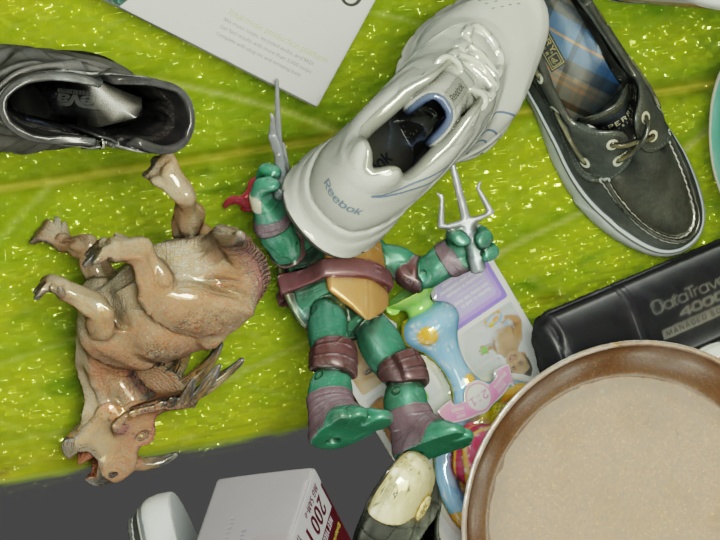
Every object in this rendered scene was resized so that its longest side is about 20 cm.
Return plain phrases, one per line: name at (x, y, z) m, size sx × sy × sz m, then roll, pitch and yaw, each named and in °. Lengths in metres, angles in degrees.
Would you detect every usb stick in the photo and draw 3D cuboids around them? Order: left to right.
usb stick at (0.181, 0.020, 1.699) m, size 0.200 × 0.033 × 0.056 m, roll -22°, pitch 93°, yaw -31°

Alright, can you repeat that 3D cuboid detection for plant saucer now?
plant saucer at (0.149, 0.138, 1.631) m, size 0.200 × 0.034 × 0.201 m, roll 0°, pitch 90°, yaw -9°

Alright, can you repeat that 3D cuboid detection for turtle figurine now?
turtle figurine at (0.000, 0.000, 1.615) m, size 0.149 × 0.101 × 0.201 m, roll 2°, pitch 65°, yaw -27°

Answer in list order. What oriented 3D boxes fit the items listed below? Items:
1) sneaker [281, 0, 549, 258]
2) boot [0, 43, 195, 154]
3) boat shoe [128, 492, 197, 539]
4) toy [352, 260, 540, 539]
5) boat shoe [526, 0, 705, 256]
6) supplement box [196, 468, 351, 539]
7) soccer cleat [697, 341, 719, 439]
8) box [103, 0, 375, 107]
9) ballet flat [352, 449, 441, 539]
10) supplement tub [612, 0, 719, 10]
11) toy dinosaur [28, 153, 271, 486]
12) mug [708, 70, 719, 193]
sneaker at (0.045, -0.085, 1.567) m, size 0.074 × 0.087 × 0.200 m, roll 43°, pitch 57°, yaw -5°
boot at (-0.194, -0.090, 1.534) m, size 0.199 × 0.132 × 0.070 m, roll -5°, pitch 99°, yaw -18°
boat shoe at (-0.101, 0.222, 1.631) m, size 0.056 × 0.069 × 0.201 m, roll -13°, pitch 97°, yaw 6°
toy at (0.079, 0.093, 1.670) m, size 0.115 × 0.047 × 0.200 m, roll -33°, pitch 93°, yaw -21°
boat shoe at (0.134, -0.088, 1.682) m, size 0.069 × 0.057 × 0.200 m, roll -39°, pitch 106°, yaw -11°
supplement box at (-0.025, 0.213, 1.571) m, size 0.061 × 0.109 × 0.200 m, roll -8°, pitch 129°, yaw 23°
soccer cleat at (0.216, 0.141, 1.709) m, size 0.068 × 0.073 × 0.201 m, roll -17°, pitch 118°, yaw -30°
box at (-0.039, -0.206, 1.602) m, size 0.144 × 0.036 × 0.200 m, roll 25°, pitch 100°, yaw -20°
ballet flat at (0.030, 0.170, 1.631) m, size 0.066 × 0.057 × 0.200 m, roll -43°, pitch 149°, yaw -33°
supplement tub at (0.181, -0.213, 1.607) m, size 0.144 × 0.200 × 0.145 m, roll -2°, pitch 97°, yaw -18°
toy dinosaur at (-0.097, 0.021, 1.576) m, size 0.136 × 0.200 × 0.086 m, roll 43°, pitch 41°, yaw -21°
mug at (0.266, -0.080, 1.660) m, size 0.114 × 0.185 × 0.153 m, roll -1°, pitch 78°, yaw -13°
